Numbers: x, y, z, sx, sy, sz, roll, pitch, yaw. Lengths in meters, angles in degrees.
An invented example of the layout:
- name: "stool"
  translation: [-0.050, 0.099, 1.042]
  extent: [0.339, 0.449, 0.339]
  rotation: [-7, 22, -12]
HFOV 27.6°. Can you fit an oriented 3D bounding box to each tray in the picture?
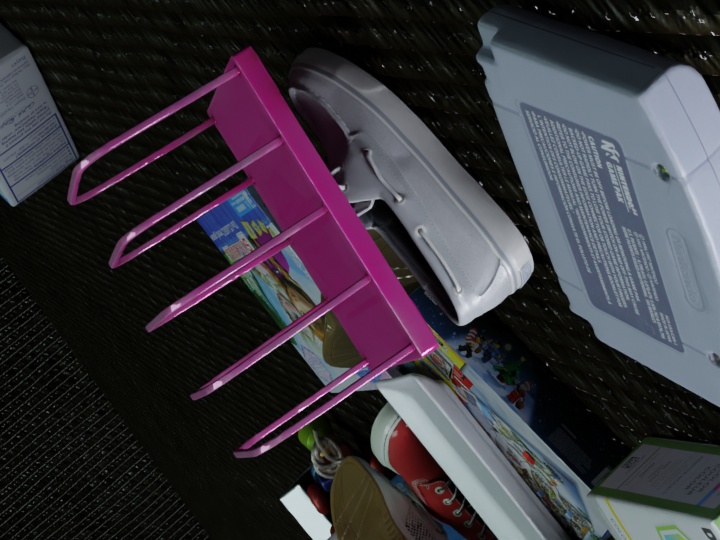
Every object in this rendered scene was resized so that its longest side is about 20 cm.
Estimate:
- name: "tray"
  translation: [0.091, 0.149, 1.050]
  extent: [0.201, 0.022, 0.107]
  rotation: [51, 164, -4]

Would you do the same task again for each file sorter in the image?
- name: "file sorter"
  translation: [-0.071, -0.001, 0.871]
  extent: [0.201, 0.125, 0.139]
  rotation: [57, 166, 0]

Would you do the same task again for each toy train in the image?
- name: "toy train"
  translation: [-0.031, 0.189, 1.510]
  extent: [0.116, 0.084, 0.201]
  rotation: [52, 170, 49]

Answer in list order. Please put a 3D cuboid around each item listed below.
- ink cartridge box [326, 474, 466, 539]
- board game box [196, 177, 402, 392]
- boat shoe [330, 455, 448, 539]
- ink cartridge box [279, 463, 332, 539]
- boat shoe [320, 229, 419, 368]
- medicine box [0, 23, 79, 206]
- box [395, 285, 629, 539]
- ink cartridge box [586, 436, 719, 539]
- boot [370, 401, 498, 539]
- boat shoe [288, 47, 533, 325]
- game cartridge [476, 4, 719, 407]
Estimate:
- name: "ink cartridge box"
  translation: [0.028, 0.331, 1.427]
  extent: [0.146, 0.200, 0.147]
  rotation: [41, 161, 27]
- name: "board game box"
  translation: [-0.044, 0.011, 1.209]
  extent: [0.200, 0.041, 0.200]
  rotation: [52, 164, -5]
- name: "boat shoe"
  translation: [0.039, 0.230, 1.218]
  extent: [0.069, 0.071, 0.200]
  rotation: [9, -153, -34]
- name: "ink cartridge box"
  translation: [0.002, 0.300, 1.620]
  extent: [0.201, 0.039, 0.099]
  rotation: [51, -153, -1]
- name: "boat shoe"
  translation: [0.001, 0.000, 1.021]
  extent: [0.201, 0.071, 0.067]
  rotation: [101, 161, -59]
- name: "medicine box"
  translation: [-0.434, -0.206, 1.661]
  extent: [0.182, 0.103, 0.201]
  rotation: [41, 160, 30]
- name: "box"
  translation: [0.107, 0.103, 1.016]
  extent: [0.200, 0.038, 0.137]
  rotation: [46, 164, 16]
- name: "ink cartridge box"
  translation: [0.215, 0.154, 0.804]
  extent: [0.104, 0.059, 0.200]
  rotation: [53, 163, -9]
- name: "boot"
  translation: [0.088, 0.176, 1.176]
  extent: [0.144, 0.072, 0.200]
  rotation: [39, 168, 32]
- name: "boat shoe"
  translation: [0.014, -0.049, 0.878]
  extent: [0.200, 0.068, 0.072]
  rotation: [48, 164, 11]
- name: "game cartridge"
  translation: [0.130, -0.026, 0.686]
  extent: [0.133, 0.041, 0.201]
  rotation: [37, 159, 48]
